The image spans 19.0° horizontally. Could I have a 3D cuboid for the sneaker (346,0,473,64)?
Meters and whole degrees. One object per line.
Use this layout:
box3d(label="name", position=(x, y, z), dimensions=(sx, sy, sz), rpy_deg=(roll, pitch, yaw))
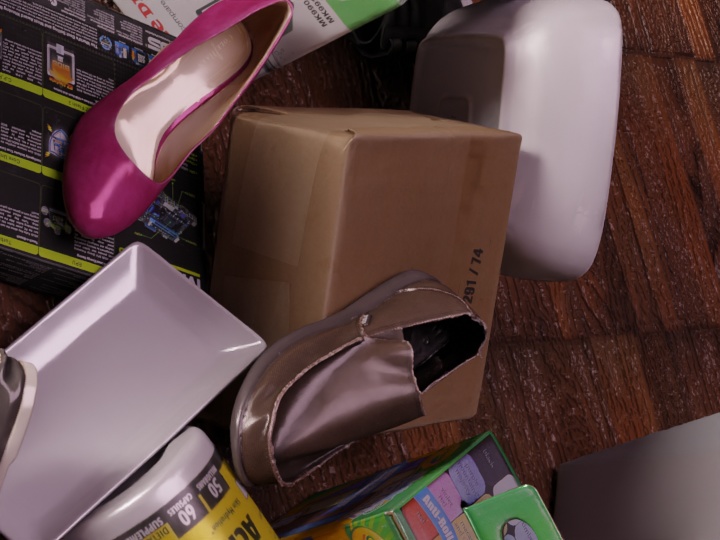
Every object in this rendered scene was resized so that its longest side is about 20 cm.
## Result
box3d(label="sneaker", position=(0.046, -0.162, 1.608), dimensions=(0.099, 0.071, 0.200), rpy_deg=(-36, 112, -31))

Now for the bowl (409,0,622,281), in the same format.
box3d(label="bowl", position=(0.095, -0.096, 1.493), dimensions=(0.075, 0.200, 0.200), rpy_deg=(4, 94, -28))

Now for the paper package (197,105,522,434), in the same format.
box3d(label="paper package", position=(0.000, 0.000, 1.377), dimensions=(0.191, 0.103, 0.200), rpy_deg=(-4, 104, -50))

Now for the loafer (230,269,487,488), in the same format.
box3d(label="loafer", position=(0.002, 0.062, 1.261), dimensions=(0.200, 0.071, 0.073), rpy_deg=(-39, 129, -36))

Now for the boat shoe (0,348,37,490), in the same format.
box3d(label="boat shoe", position=(-0.224, 0.135, 1.129), dimensions=(0.057, 0.067, 0.200), rpy_deg=(18, 79, -25))

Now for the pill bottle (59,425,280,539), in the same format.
box3d(label="pill bottle", position=(-0.083, 0.199, 1.238), dimensions=(0.200, 0.111, 0.111), rpy_deg=(56, 40, -12))

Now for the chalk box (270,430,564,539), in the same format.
box3d(label="chalk box", position=(0.037, 0.187, 1.307), dimensions=(0.124, 0.200, 0.125), rpy_deg=(-31, 95, -51))

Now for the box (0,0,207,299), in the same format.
box3d(label="box", position=(-0.181, -0.078, 1.319), dimensions=(0.200, 0.047, 0.193), rpy_deg=(19, 61, -43))

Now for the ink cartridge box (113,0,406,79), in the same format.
box3d(label="ink cartridge box", position=(-0.067, -0.210, 1.392), dimensions=(0.146, 0.200, 0.084), rpy_deg=(52, 44, -16))

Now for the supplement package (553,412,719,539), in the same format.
box3d(label="supplement package", position=(0.248, 0.232, 1.529), dimensions=(0.147, 0.191, 0.200), rpy_deg=(35, 49, -33))

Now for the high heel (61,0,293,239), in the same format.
box3d(label="high heel", position=(-0.108, -0.096, 1.299), dimensions=(0.067, 0.096, 0.200), rpy_deg=(54, 39, -17))

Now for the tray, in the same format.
box3d(label="tray", position=(-0.156, 0.074, 1.232), dimensions=(0.107, 0.022, 0.200), rpy_deg=(39, 56, 13))
